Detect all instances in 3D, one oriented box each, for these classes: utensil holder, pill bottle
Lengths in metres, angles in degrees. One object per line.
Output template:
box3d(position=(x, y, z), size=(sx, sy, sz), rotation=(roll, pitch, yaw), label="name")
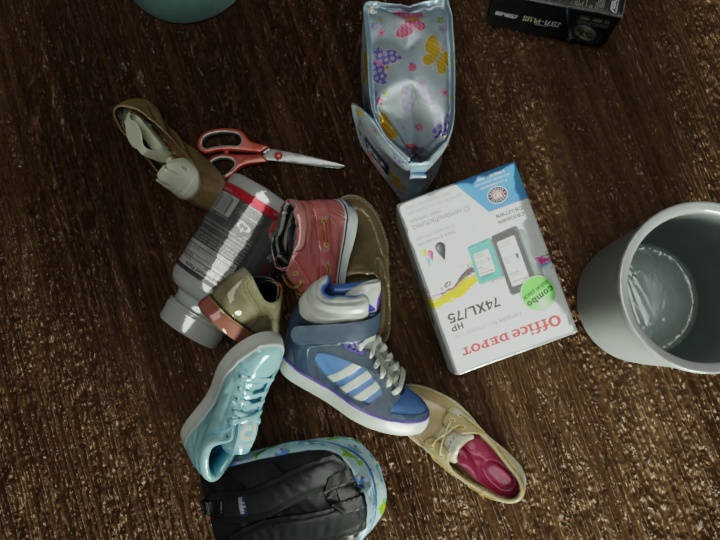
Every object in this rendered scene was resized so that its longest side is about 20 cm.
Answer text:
box3d(position=(0.347, 0.026, 0.771), size=(0.167, 0.200, 0.173), rotation=(0, 84, 4), label="utensil holder")
box3d(position=(-0.164, -0.010, 0.854), size=(0.110, 0.111, 0.201), rotation=(31, 87, 6), label="pill bottle")

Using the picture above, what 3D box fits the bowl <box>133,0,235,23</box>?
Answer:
box3d(position=(-0.246, -0.449, 0.910), size=(0.198, 0.105, 0.204), rotation=(0, 85, 4), label="bowl")

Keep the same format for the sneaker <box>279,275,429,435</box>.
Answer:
box3d(position=(0.012, 0.088, 0.779), size=(0.198, 0.081, 0.148), rotation=(26, 112, 1), label="sneaker")

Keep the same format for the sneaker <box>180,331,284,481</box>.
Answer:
box3d(position=(-0.131, 0.158, 0.767), size=(0.082, 0.073, 0.201), rotation=(53, 123, 32), label="sneaker")

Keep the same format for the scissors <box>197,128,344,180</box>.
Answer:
box3d(position=(-0.121, -0.162, 0.916), size=(0.197, 0.014, 0.074), rotation=(-5, 82, 5), label="scissors")

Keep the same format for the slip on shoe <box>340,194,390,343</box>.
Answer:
box3d(position=(0.000, 0.000, 0.867), size=(0.075, 0.061, 0.203), rotation=(-5, 84, 3), label="slip on shoe")

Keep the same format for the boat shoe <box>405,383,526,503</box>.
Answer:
box3d(position=(0.120, 0.209, 0.831), size=(0.199, 0.069, 0.074), rotation=(35, 88, 8), label="boat shoe")

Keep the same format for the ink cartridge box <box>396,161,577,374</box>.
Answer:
box3d(position=(0.142, 0.004, 0.814), size=(0.145, 0.146, 0.202), rotation=(-20, 83, 2), label="ink cartridge box")

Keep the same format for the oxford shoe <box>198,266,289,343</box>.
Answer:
box3d(position=(-0.108, 0.052, 0.799), size=(0.070, 0.200, 0.075), rotation=(42, 89, 21), label="oxford shoe")

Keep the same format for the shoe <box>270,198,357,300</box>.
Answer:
box3d(position=(-0.066, 0.010, 0.829), size=(0.090, 0.071, 0.203), rotation=(-1, 108, -36), label="shoe")

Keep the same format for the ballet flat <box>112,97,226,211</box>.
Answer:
box3d(position=(-0.253, -0.149, 0.891), size=(0.068, 0.072, 0.200), rotation=(-43, 83, 23), label="ballet flat")

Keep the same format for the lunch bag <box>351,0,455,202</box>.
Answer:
box3d(position=(0.053, -0.197, 0.830), size=(0.125, 0.170, 0.203), rotation=(-4, 84, 2), label="lunch bag")

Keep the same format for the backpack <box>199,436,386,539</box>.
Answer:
box3d(position=(-0.069, 0.272, 0.808), size=(0.199, 0.153, 0.165), rotation=(-28, 74, 29), label="backpack")

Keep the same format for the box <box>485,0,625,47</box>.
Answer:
box3d(position=(0.265, -0.413, 0.881), size=(0.162, 0.086, 0.203), rotation=(12, 85, 5), label="box")
